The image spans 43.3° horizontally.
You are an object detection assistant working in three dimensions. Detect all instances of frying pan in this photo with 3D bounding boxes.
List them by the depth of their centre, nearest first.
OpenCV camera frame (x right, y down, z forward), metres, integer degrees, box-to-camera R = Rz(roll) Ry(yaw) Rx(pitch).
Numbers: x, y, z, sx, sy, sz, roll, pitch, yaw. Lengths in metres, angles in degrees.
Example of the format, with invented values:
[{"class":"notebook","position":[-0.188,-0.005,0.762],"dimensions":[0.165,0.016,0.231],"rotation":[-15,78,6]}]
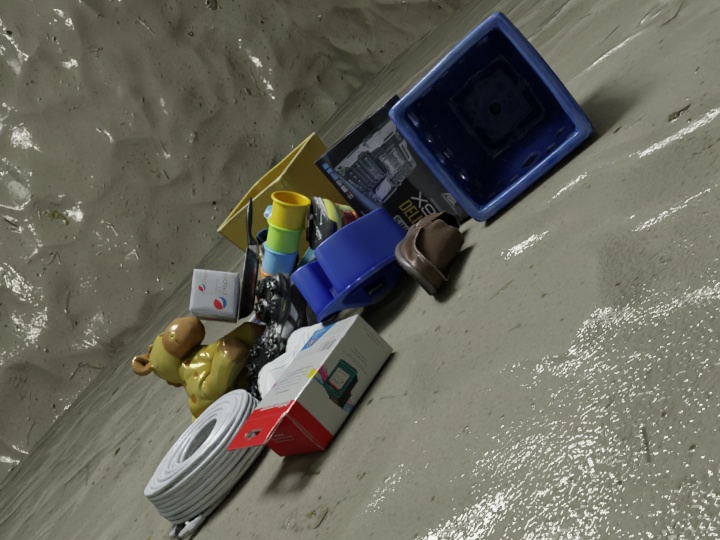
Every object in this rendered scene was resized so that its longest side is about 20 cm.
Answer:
[{"class":"frying pan","position":[-0.175,-0.008,1.434],"dimensions":[0.115,0.031,0.191],"rotation":[104,171,-51]}]

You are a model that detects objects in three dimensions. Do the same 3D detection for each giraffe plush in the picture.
[{"class":"giraffe plush","position":[-0.250,0.139,1.405],"dimensions":[0.200,0.162,0.173],"rotation":[-58,-15,3]}]

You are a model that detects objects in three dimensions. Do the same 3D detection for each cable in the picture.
[{"class":"cable","position":[-0.206,0.250,1.233],"dimensions":[0.200,0.069,0.200],"rotation":[-46,13,-5]}]

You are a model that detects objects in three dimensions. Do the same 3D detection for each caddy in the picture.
[{"class":"caddy","position":[0.000,0.000,1.283],"dimensions":[0.200,0.105,0.141],"rotation":[-32,-9,-48]}]

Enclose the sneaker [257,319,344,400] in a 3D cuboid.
[{"class":"sneaker","position":[-0.073,0.125,1.218],"dimensions":[0.087,0.075,0.200],"rotation":[-30,19,32]}]

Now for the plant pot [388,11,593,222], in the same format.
[{"class":"plant pot","position":[0.180,-0.217,1.239],"dimensions":[0.200,0.200,0.180],"rotation":[-39,7,21]}]

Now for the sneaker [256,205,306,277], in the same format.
[{"class":"sneaker","position":[-0.137,-0.026,1.478],"dimensions":[0.072,0.072,0.201],"rotation":[-61,-10,-48]}]

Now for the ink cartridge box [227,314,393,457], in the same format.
[{"class":"ink cartridge box","position":[-0.061,0.154,1.092],"dimensions":[0.200,0.067,0.116],"rotation":[-52,15,-31]}]

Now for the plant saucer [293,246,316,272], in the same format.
[{"class":"plant saucer","position":[-0.076,-0.018,1.474],"dimensions":[0.070,0.019,0.200],"rotation":[-32,19,43]}]

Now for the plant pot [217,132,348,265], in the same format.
[{"class":"plant pot","position":[-0.111,-0.099,1.725],"dimensions":[0.195,0.200,0.194],"rotation":[-34,16,33]}]

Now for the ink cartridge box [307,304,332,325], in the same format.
[{"class":"ink cartridge box","position":[-0.046,0.004,1.501],"dimensions":[0.200,0.068,0.115],"rotation":[-52,16,-30]}]

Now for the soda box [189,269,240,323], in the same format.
[{"class":"soda box","position":[-0.221,0.042,1.398],"dimensions":[0.200,0.068,0.064],"rotation":[133,142,-80]}]

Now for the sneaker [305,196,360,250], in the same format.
[{"class":"sneaker","position":[-0.035,-0.072,1.382],"dimensions":[0.200,0.090,0.079],"rotation":[-126,40,-81]}]

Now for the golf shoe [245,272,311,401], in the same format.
[{"class":"golf shoe","position":[-0.108,0.106,1.324],"dimensions":[0.078,0.094,0.201],"rotation":[2,83,49]}]

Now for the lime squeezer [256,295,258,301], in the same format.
[{"class":"lime squeezer","position":[-0.163,0.126,1.512],"dimensions":[0.038,0.070,0.201],"rotation":[51,132,41]}]

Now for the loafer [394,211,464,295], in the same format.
[{"class":"loafer","position":[0.095,-0.035,1.186],"dimensions":[0.071,0.073,0.200],"rotation":[-41,14,20]}]

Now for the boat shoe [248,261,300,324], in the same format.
[{"class":"boat shoe","position":[-0.129,0.069,1.570],"dimensions":[0.200,0.071,0.091],"rotation":[-48,13,18]}]

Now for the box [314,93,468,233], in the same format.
[{"class":"box","position":[0.054,-0.131,1.330],"dimensions":[0.157,0.200,0.050],"rotation":[-33,11,37]}]

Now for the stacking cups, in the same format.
[{"class":"stacking cups","position":[-0.118,-0.015,1.362],"dimensions":[0.061,0.060,0.201],"rotation":[-81,2,-69]}]
